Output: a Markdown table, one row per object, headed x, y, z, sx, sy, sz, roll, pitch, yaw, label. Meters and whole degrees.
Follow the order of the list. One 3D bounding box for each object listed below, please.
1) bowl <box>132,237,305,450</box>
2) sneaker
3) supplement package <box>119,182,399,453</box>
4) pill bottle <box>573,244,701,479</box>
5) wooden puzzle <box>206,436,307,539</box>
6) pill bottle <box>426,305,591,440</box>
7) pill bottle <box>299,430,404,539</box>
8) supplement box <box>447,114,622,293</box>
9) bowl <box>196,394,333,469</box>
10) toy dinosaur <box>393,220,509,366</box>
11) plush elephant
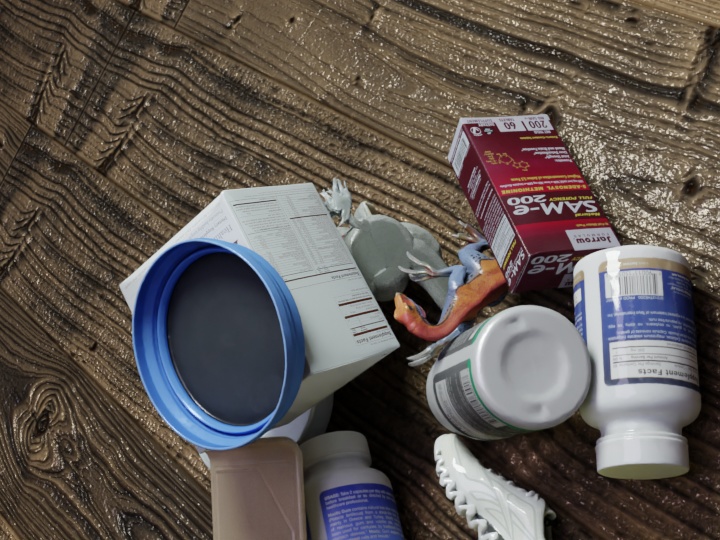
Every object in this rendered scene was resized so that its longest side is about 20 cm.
| x | y | z | sx | sy | sz | roll | pitch | yaw | label |
| --- | --- | --- | --- | --- | --- | --- | --- | --- | --- |
| -0.134 | 0.068 | 1.090 | 0.200 | 0.039 | 0.202 | 6 | 101 | 35 | bowl |
| 0.144 | 0.238 | 1.138 | 0.081 | 0.075 | 0.200 | -40 | 59 | 11 | sneaker |
| -0.107 | 0.047 | 1.184 | 0.191 | 0.147 | 0.201 | -38 | 74 | 35 | supplement package |
| 0.257 | 0.087 | 1.067 | 0.111 | 0.111 | 0.201 | -14 | 65 | 36 | pill bottle |
| -0.104 | 0.279 | 1.223 | 0.185 | 0.037 | 0.201 | -16 | 80 | 53 | wooden puzzle |
| 0.133 | 0.104 | 1.104 | 0.200 | 0.113 | 0.114 | 136 | 145 | -73 | pill bottle |
| -0.011 | 0.278 | 1.218 | 0.112 | 0.112 | 0.201 | -31 | 56 | 27 | pill bottle |
| 0.175 | -0.073 | 1.183 | 0.061 | 0.108 | 0.201 | 106 | 151 | -46 | supplement box |
| -0.100 | 0.156 | 1.354 | 0.200 | 0.090 | 0.202 | -15 | 65 | 35 | bowl |
| 0.107 | 0.009 | 1.161 | 0.200 | 0.105 | 0.182 | -31 | 12 | 23 | toy dinosaur |
| 0.000 | 0.000 | 1.298 | 0.164 | 0.155 | 0.200 | -33 | 91 | -16 | plush elephant |
